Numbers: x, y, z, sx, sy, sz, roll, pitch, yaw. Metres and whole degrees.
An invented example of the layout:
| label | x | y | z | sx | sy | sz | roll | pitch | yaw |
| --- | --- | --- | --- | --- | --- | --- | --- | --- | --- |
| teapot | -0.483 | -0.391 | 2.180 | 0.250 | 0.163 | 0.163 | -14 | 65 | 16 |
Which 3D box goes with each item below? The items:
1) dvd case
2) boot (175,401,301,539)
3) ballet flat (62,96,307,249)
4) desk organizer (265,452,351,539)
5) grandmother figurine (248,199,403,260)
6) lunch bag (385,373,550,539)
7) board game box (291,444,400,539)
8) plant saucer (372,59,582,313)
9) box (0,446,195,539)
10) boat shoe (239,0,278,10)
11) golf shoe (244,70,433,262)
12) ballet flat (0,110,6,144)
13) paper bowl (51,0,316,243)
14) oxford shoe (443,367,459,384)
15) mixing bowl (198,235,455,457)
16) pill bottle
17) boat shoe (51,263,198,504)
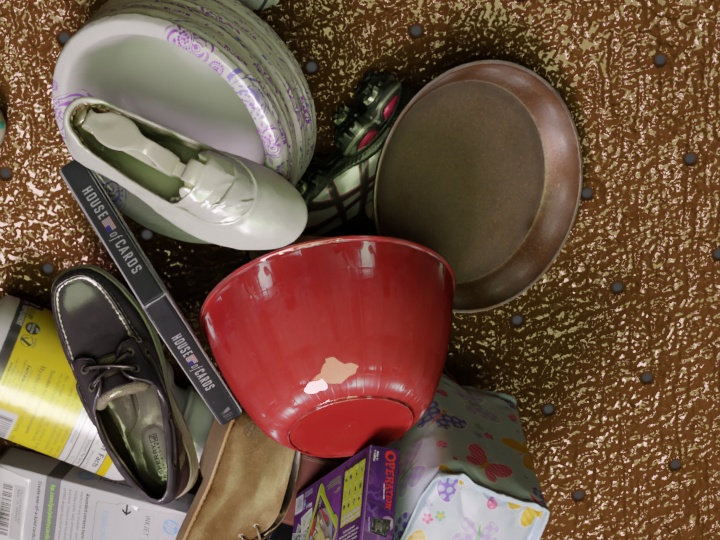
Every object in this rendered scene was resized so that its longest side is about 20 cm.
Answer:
| label | x | y | z | sx | sy | sz | roll | pitch | yaw |
| --- | --- | --- | --- | --- | --- | --- | --- | --- | --- |
| dvd case | -0.159 | 0.019 | 1.541 | 0.025 | 0.150 | 0.200 | -33 | 148 | -4 |
| boot | -0.105 | 0.210 | 1.617 | 0.075 | 0.074 | 0.201 | 18 | 93 | 7 |
| ballet flat | -0.134 | -0.072 | 1.449 | 0.200 | 0.069 | 0.070 | 26 | 112 | 14 |
| desk organizer | -0.070 | 0.226 | 1.708 | 0.077 | 0.072 | 0.200 | 18 | 111 | -20 |
| grandmother figurine | 0.000 | 0.000 | 1.590 | 0.200 | 0.061 | 0.122 | 5 | 121 | -39 |
| lunch bag | 0.053 | 0.204 | 1.583 | 0.127 | 0.170 | 0.200 | 23 | 113 | -18 |
| board game box | -0.017 | 0.214 | 1.546 | 0.032 | 0.200 | 0.120 | 15 | 69 | -14 |
| plant saucer | 0.087 | -0.067 | 1.578 | 0.200 | 0.034 | 0.201 | -8 | 105 | -30 |
| box | -0.222 | 0.249 | 1.715 | 0.199 | 0.041 | 0.156 | 13 | 112 | 10 |
| boat shoe | -0.016 | -0.270 | 1.511 | 0.067 | 0.074 | 0.200 | 33 | 107 | -10 |
| golf shoe | -0.013 | -0.061 | 1.599 | 0.088 | 0.077 | 0.200 | 36 | 108 | -21 |
| ballet flat | -0.379 | -0.095 | 1.581 | 0.199 | 0.070 | 0.070 | -15 | 112 | 5 |
| paper bowl | -0.126 | -0.128 | 1.527 | 0.200 | 0.104 | 0.201 | 16 | 132 | 18 |
| oxford shoe | 0.036 | 0.081 | 1.657 | 0.071 | 0.073 | 0.200 | -34 | 109 | 12 |
| mixing bowl | -0.017 | 0.071 | 1.503 | 0.199 | 0.109 | 0.200 | -8 | 150 | -4 |
| pill bottle | -0.221 | 0.106 | 1.642 | 0.199 | 0.111 | 0.112 | 23 | 110 | -11 |
| boat shoe | -0.184 | 0.090 | 1.556 | 0.072 | 0.065 | 0.201 | -22 | 95 | 2 |
